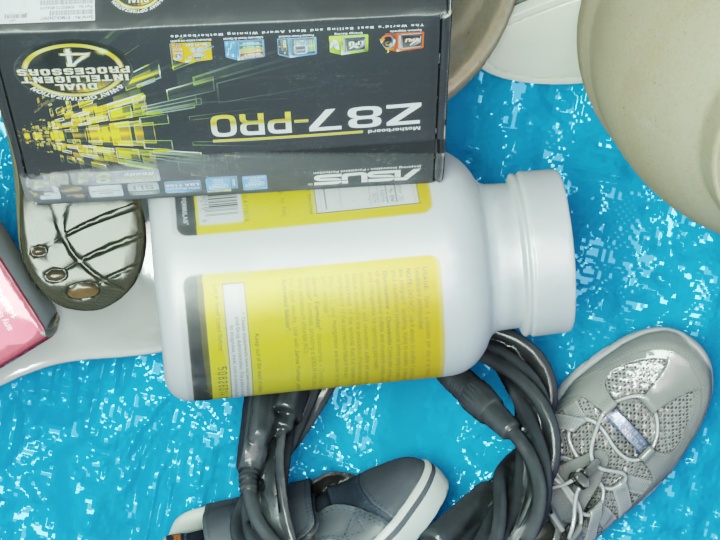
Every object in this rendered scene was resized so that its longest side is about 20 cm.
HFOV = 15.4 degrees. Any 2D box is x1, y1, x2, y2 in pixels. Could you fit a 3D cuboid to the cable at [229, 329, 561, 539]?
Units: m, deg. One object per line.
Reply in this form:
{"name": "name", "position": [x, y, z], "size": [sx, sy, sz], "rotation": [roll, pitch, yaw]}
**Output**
{"name": "cable", "position": [0.018, 0.101, 1.325], "size": [0.163, 0.051, 0.200], "rotation": [2, 53, 3]}

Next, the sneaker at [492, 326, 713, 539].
{"name": "sneaker", "position": [0.109, 0.114, 1.366], "size": [0.075, 0.082, 0.200], "rotation": [42, 94, -6]}

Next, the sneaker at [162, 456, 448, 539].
{"name": "sneaker", "position": [-0.051, 0.149, 1.367], "size": [0.200, 0.078, 0.079], "rotation": [-39, 102, 4]}

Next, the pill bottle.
{"name": "pill bottle", "position": [0.000, 0.000, 1.299], "size": [0.200, 0.112, 0.112], "rotation": [-5, 97, -3]}

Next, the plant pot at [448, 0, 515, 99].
{"name": "plant pot", "position": [-0.021, -0.183, 1.249], "size": [0.200, 0.183, 0.200], "rotation": [0, 75, 1]}

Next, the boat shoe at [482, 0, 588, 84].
{"name": "boat shoe", "position": [0.149, -0.153, 1.360], "size": [0.200, 0.073, 0.062], "rotation": [-19, 53, 7]}

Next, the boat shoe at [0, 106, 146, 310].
{"name": "boat shoe", "position": [-0.143, -0.080, 1.310], "size": [0.076, 0.074, 0.200], "rotation": [-1, 89, -2]}

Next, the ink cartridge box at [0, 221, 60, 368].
{"name": "ink cartridge box", "position": [-0.268, 0.019, 1.285], "size": [0.200, 0.083, 0.147], "rotation": [-32, 98, 2]}

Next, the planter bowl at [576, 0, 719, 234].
{"name": "planter bowl", "position": [0.214, -0.090, 1.283], "size": [0.200, 0.135, 0.200], "rotation": [-3, 123, -5]}

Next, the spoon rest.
{"name": "spoon rest", "position": [-0.140, 0.016, 1.359], "size": [0.200, 0.061, 0.099], "rotation": [-32, 97, 3]}

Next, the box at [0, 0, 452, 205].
{"name": "box", "position": [-0.061, -0.089, 1.194], "size": [0.200, 0.161, 0.049], "rotation": [-3, 67, -2]}
